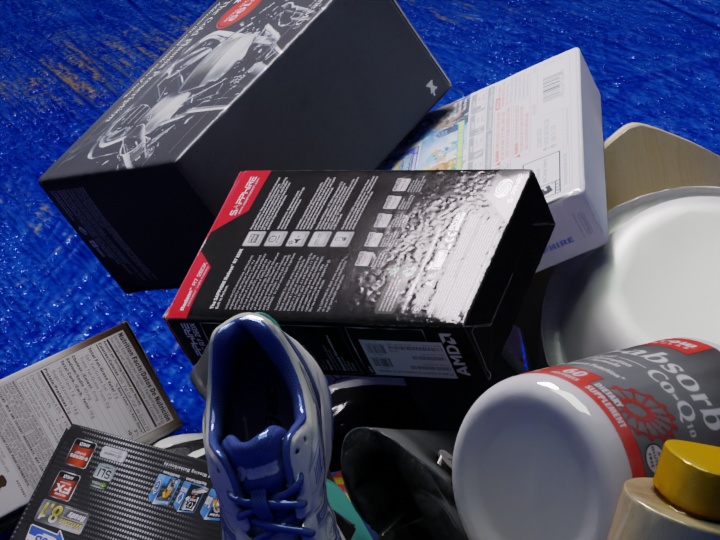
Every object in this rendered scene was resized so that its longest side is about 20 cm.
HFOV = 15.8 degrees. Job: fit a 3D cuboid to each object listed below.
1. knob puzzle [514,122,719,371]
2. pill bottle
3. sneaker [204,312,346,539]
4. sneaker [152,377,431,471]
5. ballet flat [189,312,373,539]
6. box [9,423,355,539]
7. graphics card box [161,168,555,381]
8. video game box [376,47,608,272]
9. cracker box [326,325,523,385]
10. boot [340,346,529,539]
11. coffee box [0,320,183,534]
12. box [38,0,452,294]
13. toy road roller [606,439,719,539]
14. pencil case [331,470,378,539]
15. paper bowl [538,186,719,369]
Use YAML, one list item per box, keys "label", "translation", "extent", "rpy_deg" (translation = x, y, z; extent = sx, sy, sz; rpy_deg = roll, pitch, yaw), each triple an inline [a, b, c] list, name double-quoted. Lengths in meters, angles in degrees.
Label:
- label: "knob puzzle"
  translation: [0.183, 0.002, 1.654]
  extent: [0.218, 0.221, 0.030]
  rpy_deg: [-11, 17, -11]
- label: "pill bottle"
  translation: [0.151, 0.097, 1.366]
  extent: [0.115, 0.117, 0.199]
  rpy_deg: [9, 14, 42]
- label: "sneaker"
  translation: [-0.045, 0.117, 1.242]
  extent: [0.075, 0.201, 0.088]
  rpy_deg: [-16, -26, 7]
- label: "sneaker"
  translation: [-0.038, 0.132, 1.576]
  extent: [0.199, 0.074, 0.112]
  rpy_deg: [-17, 21, 0]
- label: "ballet flat"
  translation: [-0.043, 0.119, 1.405]
  extent: [0.073, 0.073, 0.201]
  rpy_deg: [-14, 63, -21]
- label: "box"
  translation: [-0.114, 0.175, 1.349]
  extent: [0.199, 0.044, 0.161]
  rpy_deg: [11, 68, 45]
- label: "graphics card box"
  translation: [0.000, 0.000, 1.482]
  extent: [0.199, 0.051, 0.126]
  rpy_deg: [-1, 45, 30]
- label: "video game box"
  translation: [0.063, -0.046, 1.605]
  extent: [0.181, 0.047, 0.200]
  rpy_deg: [-21, 26, 15]
- label: "cracker box"
  translation: [0.005, 0.044, 1.704]
  extent: [0.198, 0.135, 0.058]
  rpy_deg: [-11, 19, -8]
- label: "boot"
  translation: [0.043, 0.099, 1.447]
  extent: [0.165, 0.066, 0.200]
  rpy_deg: [45, 24, 21]
- label: "coffee box"
  translation: [-0.222, 0.116, 1.600]
  extent: [0.199, 0.080, 0.113]
  rpy_deg: [-26, -6, -46]
- label: "box"
  translation: [-0.075, -0.090, 1.677]
  extent: [0.200, 0.104, 0.182]
  rpy_deg: [-48, 25, -27]
- label: "toy road roller"
  translation: [0.191, 0.145, 1.261]
  extent: [0.199, 0.124, 0.146]
  rpy_deg: [11, 13, -23]
- label: "pencil case"
  translation: [-0.066, 0.162, 1.467]
  extent: [0.198, 0.087, 0.078]
  rpy_deg: [-8, 43, 4]
- label: "paper bowl"
  translation: [0.205, 0.037, 1.540]
  extent: [0.199, 0.105, 0.202]
  rpy_deg: [-2, 56, 3]
